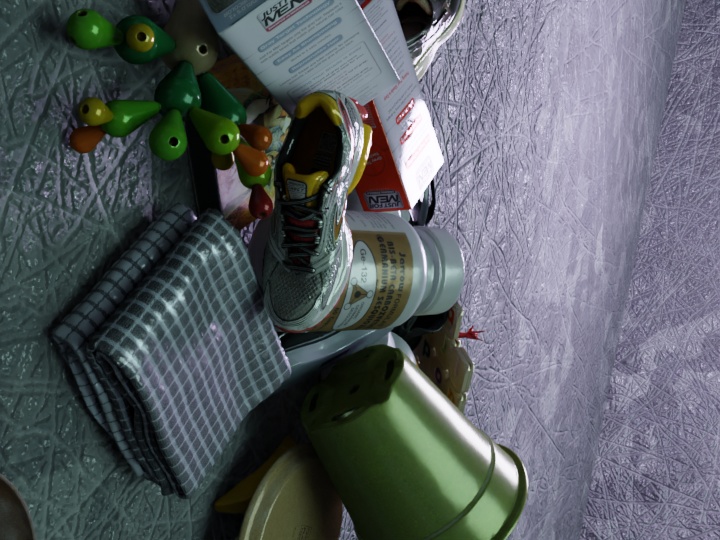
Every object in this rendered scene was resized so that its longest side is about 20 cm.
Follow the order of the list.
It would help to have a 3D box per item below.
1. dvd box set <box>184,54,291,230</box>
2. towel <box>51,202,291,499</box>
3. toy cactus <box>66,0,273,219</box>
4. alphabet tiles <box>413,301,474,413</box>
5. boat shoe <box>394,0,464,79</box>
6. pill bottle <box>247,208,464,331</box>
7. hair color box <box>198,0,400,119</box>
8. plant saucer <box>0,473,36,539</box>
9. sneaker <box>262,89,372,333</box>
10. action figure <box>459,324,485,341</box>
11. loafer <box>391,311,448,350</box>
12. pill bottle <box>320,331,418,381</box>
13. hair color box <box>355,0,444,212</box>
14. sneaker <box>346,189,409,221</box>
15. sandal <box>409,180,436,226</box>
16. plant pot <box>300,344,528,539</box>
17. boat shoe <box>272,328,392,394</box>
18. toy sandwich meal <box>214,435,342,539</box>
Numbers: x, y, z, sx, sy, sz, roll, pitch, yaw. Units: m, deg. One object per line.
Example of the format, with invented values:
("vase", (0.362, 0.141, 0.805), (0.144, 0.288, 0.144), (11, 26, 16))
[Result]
("dvd box set", (-0.089, -0.133, 0.881), (0.200, 0.029, 0.147), (-42, 134, -52))
("towel", (-0.143, 0.071, 0.773), (0.166, 0.085, 0.201), (-58, 146, -38))
("toy cactus", (-0.136, -0.137, 0.712), (0.199, 0.102, 0.166), (31, 44, -32))
("alphabet tiles", (0.089, 0.087, 1.166), (0.200, 0.014, 0.197), (-118, -154, -48))
("boat shoe", (0.070, -0.298, 1.110), (0.065, 0.073, 0.201), (69, 38, -54))
("pill bottle", (0.000, 0.000, 0.913), (0.199, 0.114, 0.115), (1, 98, -38))
("hair color box", (-0.045, -0.190, 0.765), (0.061, 0.099, 0.200), (60, 7, 21))
("plant saucer", (-0.285, 0.214, 0.583), (0.200, 0.034, 0.202), (-34, 128, -57))
("sneaker", (-0.047, -0.050, 0.767), (0.082, 0.077, 0.202), (10, 88, -73))
("action figure", (0.111, 0.141, 1.312), (0.065, 0.098, 0.202), (6, 90, -65))
("loafer", (0.064, 0.050, 1.093), (0.068, 0.070, 0.201), (-45, 160, -24))
("pill bottle", (0.018, 0.137, 1.096), (0.112, 0.110, 0.201), (-64, 150, -31))
("hair color box", (0.015, -0.169, 0.950), (0.102, 0.061, 0.201), (-54, 132, -45))
("sneaker", (0.007, -0.035, 1.071), (0.080, 0.076, 0.201), (-43, 135, -38))
("sandal", (0.079, -0.079, 1.230), (0.076, 0.043, 0.201), (-47, 138, -50))
("plant pot", (0.039, 0.182, 0.957), (0.191, 0.199, 0.200), (57, 43, -21))
("boat shoe", (-0.057, 0.066, 0.953), (0.198, 0.068, 0.074), (-25, 163, -29))
("toy sandwich meal", (-0.084, 0.264, 0.982), (0.205, 0.070, 0.207), (-24, 118, -57))
